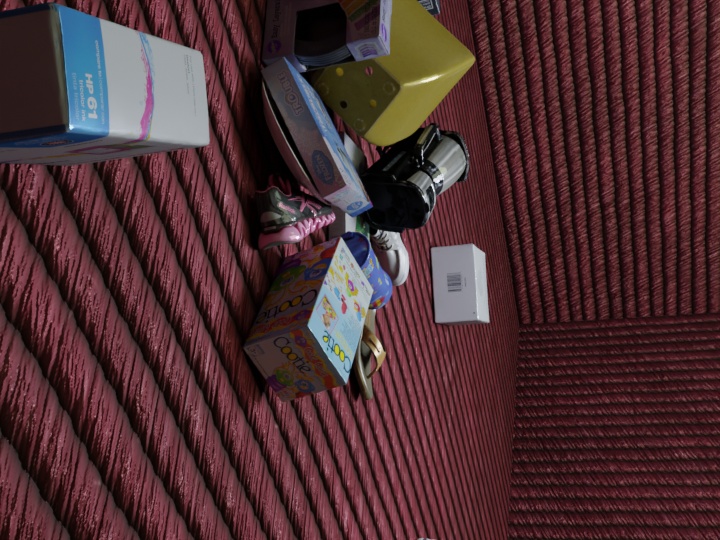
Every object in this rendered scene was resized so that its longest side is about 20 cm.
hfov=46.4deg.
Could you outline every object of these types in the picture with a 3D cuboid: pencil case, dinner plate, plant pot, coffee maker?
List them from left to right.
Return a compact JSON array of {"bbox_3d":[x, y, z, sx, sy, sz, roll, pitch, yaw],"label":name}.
[{"bbox_3d":[-0.095,-0.179,1.191,0.201,0.024,0.200,62,9,-18],"label":"dinner plate"},{"bbox_3d":[0.000,0.000,1.427,0.200,0.077,0.088,56,22,-66],"label":"pencil case"},{"bbox_3d":[0.033,-0.320,1.372,0.195,0.194,0.200,43,36,0],"label":"plant pot"},{"bbox_3d":[0.079,-0.162,1.534,0.200,0.191,0.135,-47,113,-43],"label":"coffee maker"}]

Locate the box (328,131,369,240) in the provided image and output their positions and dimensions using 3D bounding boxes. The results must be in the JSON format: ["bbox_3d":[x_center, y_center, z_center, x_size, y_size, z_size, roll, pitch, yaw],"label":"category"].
[{"bbox_3d":[-0.020,-0.127,1.495,0.144,0.036,0.202,33,56,-69],"label":"box"}]

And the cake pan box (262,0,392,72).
[{"bbox_3d":[-0.047,-0.381,1.216,0.052,0.183,0.202,45,44,-59],"label":"cake pan box"}]

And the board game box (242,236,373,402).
[{"bbox_3d":[-0.065,0.063,1.139,0.105,0.102,0.201,58,27,-26],"label":"board game box"}]

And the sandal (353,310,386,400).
[{"bbox_3d":[0.020,0.133,1.526,0.080,0.054,0.202,58,31,-57],"label":"sandal"}]

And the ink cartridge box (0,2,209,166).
[{"bbox_3d":[-0.221,-0.128,0.627,0.200,0.143,0.085,-23,107,-72],"label":"ink cartridge box"}]

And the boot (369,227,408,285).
[{"bbox_3d":[0.037,-0.064,1.633,0.095,0.073,0.202,-15,92,-67],"label":"boot"}]

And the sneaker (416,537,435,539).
[{"bbox_3d":[0.146,0.614,1.765,0.200,0.087,0.076,-23,110,-71],"label":"sneaker"}]

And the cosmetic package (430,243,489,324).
[{"bbox_3d":[0.271,0.043,2.275,0.200,0.122,0.201,18,68,-71],"label":"cosmetic package"}]

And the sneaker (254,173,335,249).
[{"bbox_3d":[-0.096,-0.094,1.185,0.200,0.078,0.096,-42,115,-71],"label":"sneaker"}]

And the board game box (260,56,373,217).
[{"bbox_3d":[-0.057,-0.185,1.218,0.201,0.043,0.199,64,9,8],"label":"board game box"}]

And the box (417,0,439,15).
[{"bbox_3d":[0.018,-0.530,1.435,0.199,0.198,0.124,66,19,-48],"label":"box"}]
